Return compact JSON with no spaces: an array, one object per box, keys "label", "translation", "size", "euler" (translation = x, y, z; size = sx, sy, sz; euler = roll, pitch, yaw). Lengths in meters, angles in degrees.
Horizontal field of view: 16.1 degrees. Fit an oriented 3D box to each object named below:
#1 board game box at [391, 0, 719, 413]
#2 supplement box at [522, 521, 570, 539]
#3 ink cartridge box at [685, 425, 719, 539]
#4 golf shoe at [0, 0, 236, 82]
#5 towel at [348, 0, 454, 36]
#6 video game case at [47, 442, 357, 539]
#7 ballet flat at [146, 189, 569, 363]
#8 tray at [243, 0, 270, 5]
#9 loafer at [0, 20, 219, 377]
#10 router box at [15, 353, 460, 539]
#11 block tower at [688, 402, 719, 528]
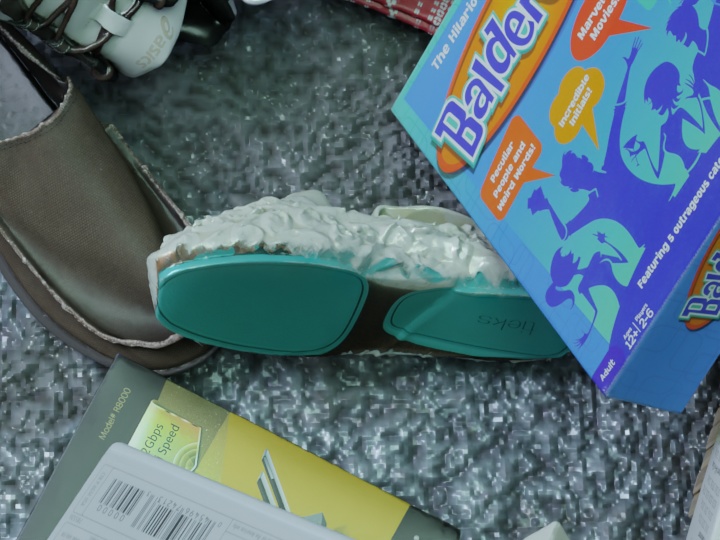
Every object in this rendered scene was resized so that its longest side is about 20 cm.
[{"label":"board game box","translation":[0.102,-0.067,0.993],"size":[0.045,0.153,0.200],"euler":[13,27,-35]},{"label":"supplement box","translation":[0.071,0.210,0.931],"size":[0.126,0.074,0.200],"euler":[-31,103,21]},{"label":"ink cartridge box","translation":[0.191,0.087,0.970],"size":[0.114,0.068,0.201],"euler":[17,94,0]},{"label":"golf shoe","translation":[-0.114,-0.121,1.010],"size":[0.095,0.200,0.078],"euler":[49,119,12]},{"label":"towel","translation":[0.062,-0.160,1.127],"size":[0.199,0.022,0.145],"euler":[22,70,-2]},{"label":"video game case","translation":[-0.069,0.164,0.895],"size":[0.199,0.023,0.182],"euler":[17,67,42]},{"label":"ballet flat","translation":[0.000,0.000,1.037],"size":[0.199,0.072,0.072],"euler":[7,72,-26]},{"label":"tray","translation":[-0.042,-0.197,1.097],"size":[0.107,0.022,0.201],"euler":[-23,59,-12]},{"label":"loafer","translation":[-0.131,-0.038,1.040],"size":[0.200,0.071,0.073],"euler":[45,74,7]},{"label":"router box","translation":[-0.073,0.158,1.000],"size":[0.157,0.052,0.201],"euler":[26,72,1]},{"label":"block tower","translation":[0.160,0.114,1.041],"size":[0.054,0.058,0.201],"euler":[19,73,0]}]
